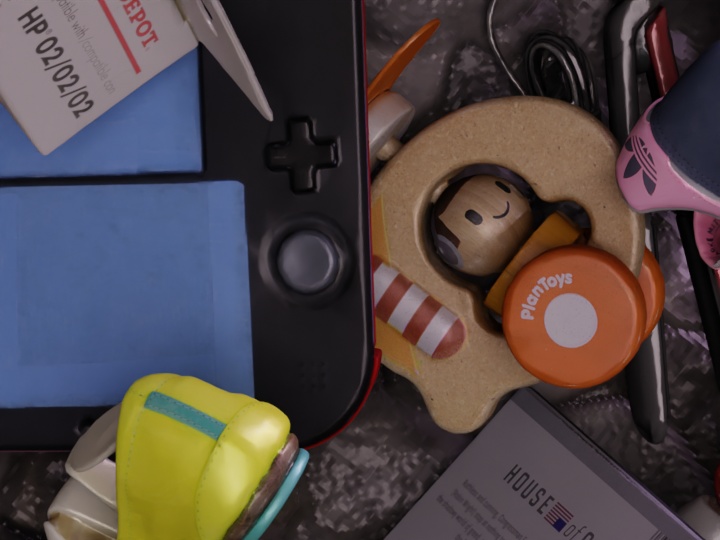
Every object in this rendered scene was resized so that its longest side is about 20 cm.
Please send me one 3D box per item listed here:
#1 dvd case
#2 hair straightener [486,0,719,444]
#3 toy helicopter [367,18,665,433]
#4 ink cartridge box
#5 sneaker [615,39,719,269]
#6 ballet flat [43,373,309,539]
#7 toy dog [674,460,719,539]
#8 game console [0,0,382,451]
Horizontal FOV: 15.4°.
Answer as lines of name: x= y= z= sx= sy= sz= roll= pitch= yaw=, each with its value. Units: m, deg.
dvd case: x=0.028 y=0.146 z=0.911 sx=0.200 sy=0.150 sz=0.025 roll=-47 pitch=122 yaw=0
hair straightener: x=0.087 y=-0.033 z=0.949 sx=0.077 sy=0.041 sz=0.200 roll=-13 pitch=100 yaw=-6
toy helicopter: x=0.000 y=0.000 z=0.920 sx=0.200 sy=0.079 sz=0.132 roll=-25 pitch=91 yaw=15
ink cartridge box: x=-0.118 y=-0.117 z=0.824 sx=0.068 sy=0.115 sz=0.200 roll=-37 pitch=63 yaw=-6
sneaker: x=0.161 y=-0.025 z=0.924 sx=0.082 sy=0.070 sz=0.200 roll=-35 pitch=141 yaw=22
ballet flat: x=-0.069 y=0.083 z=0.879 sx=0.067 sy=0.200 sz=0.067 roll=29 pitch=62 yaw=-1
toy dog: x=0.138 y=0.120 z=0.938 sx=0.096 sy=0.132 sz=0.200 roll=37 pitch=121 yaw=-23
game console: x=-0.092 y=-0.027 z=0.896 sx=0.200 sy=0.031 sz=0.177 roll=-1 pitch=98 yaw=15
